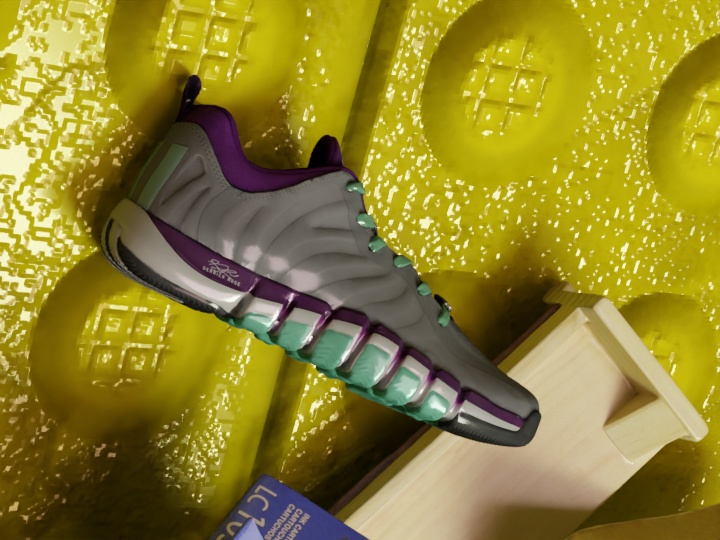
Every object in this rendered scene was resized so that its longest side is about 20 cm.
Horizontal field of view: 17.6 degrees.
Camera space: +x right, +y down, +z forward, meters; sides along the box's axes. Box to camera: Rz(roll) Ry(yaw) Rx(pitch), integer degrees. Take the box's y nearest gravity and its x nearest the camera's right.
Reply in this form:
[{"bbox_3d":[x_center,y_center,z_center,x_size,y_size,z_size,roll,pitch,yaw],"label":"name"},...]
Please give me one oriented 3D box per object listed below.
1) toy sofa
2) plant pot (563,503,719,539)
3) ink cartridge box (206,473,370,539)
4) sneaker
[{"bbox_3d":[0.047,0.100,1.030,0.200,0.098,0.083,-42,102,-11],"label":"toy sofa"},{"bbox_3d":[0.162,0.243,1.027,0.195,0.200,0.194,-1,126,-55],"label":"plant pot"},{"bbox_3d":[-0.055,0.176,0.907,0.136,0.076,0.200,-50,167,-38],"label":"ink cartridge box"},{"bbox_3d":[0.000,0.000,0.928,0.200,0.074,0.088,28,85,-20],"label":"sneaker"}]
